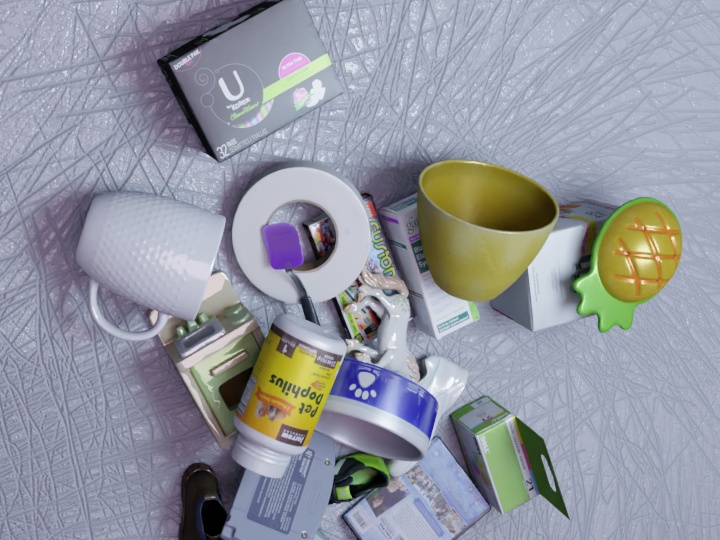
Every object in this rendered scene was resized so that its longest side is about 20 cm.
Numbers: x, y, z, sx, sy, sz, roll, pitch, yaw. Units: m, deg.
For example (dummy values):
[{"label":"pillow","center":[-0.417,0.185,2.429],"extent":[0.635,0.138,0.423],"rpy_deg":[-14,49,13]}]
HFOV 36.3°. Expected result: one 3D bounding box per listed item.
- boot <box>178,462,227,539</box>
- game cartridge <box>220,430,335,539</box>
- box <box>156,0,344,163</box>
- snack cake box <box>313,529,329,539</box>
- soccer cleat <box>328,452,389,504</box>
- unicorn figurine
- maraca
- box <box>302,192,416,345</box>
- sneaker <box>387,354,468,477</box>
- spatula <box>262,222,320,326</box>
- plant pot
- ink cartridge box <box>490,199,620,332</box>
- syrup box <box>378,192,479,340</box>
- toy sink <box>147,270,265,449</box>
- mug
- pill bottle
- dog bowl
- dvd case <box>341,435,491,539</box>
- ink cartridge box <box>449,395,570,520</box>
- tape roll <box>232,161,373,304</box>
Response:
[{"label":"boot","center":[-0.224,0.393,1.599],"extent":[0.073,0.097,0.204],"rpy_deg":[-10,104,-16]},{"label":"game cartridge","center":[-0.110,0.316,1.582],"extent":[0.131,0.041,0.202],"rpy_deg":[20,54,-1]},{"label":"box","center":[-0.148,-0.262,1.477],"extent":[0.198,0.124,0.150],"rpy_deg":[-31,110,-9]},{"label":"snack cake box","center":[-0.123,0.479,1.668],"extent":[0.200,0.067,0.115],"rpy_deg":[-45,113,-5]},{"label":"soccer cleat","center":[-0.051,0.324,1.653],"extent":[0.196,0.081,0.069],"rpy_deg":[-16,106,-15]},{"label":"unicorn figurine","center":[0.036,0.104,1.601],"extent":[0.135,0.073,0.204],"rpy_deg":[10,95,-34]},{"label":"maraca","center":[0.382,-0.008,1.565],"extent":[0.136,0.107,0.202],"rpy_deg":[35,88,-15]},{"label":"box","center":[0.000,0.000,1.629],"extent":[0.109,0.035,0.203],"rpy_deg":[-26,108,-13]},{"label":"sneaker","center":[0.087,0.222,1.696],"extent":[0.079,0.070,0.202],"rpy_deg":[30,87,-7]},{"label":"spatula","center":[-0.085,0.027,1.550],"extent":[0.056,0.021,0.203],"rpy_deg":[-9,115,25]},{"label":"plant pot","center":[0.162,-0.043,1.526],"extent":[0.196,0.201,0.144],"rpy_deg":[1,122,-19]},{"label":"ink cartridge box","center":[0.311,-0.013,1.675],"extent":[0.196,0.145,0.148],"rpy_deg":[-12,105,-17]},{"label":"syrup box","center":[0.103,-0.010,1.638],"extent":[0.078,0.081,0.203],"rpy_deg":[-24,109,-16]},{"label":"toy sink","center":[-0.194,0.123,1.545],"extent":[0.129,0.112,0.203],"rpy_deg":[-29,109,-12]},{"label":"mug","center":[-0.292,-0.004,1.468],"extent":[0.172,0.148,0.203],"rpy_deg":[18,97,-11]},{"label":"pill bottle","center":[-0.101,0.169,1.474],"extent":[0.108,0.109,0.203],"rpy_deg":[21,94,-21]},{"label":"dog bowl","center":[0.011,0.201,1.581],"extent":[0.198,0.199,0.080],"rpy_deg":[28,68,-22]},{"label":"dvd case","center":[0.089,0.379,1.720],"extent":[0.199,0.018,0.143],"rpy_deg":[-38,88,-9]},{"label":"ink cartridge box","center":[0.226,0.298,1.680],"extent":[0.075,0.200,0.150],"rpy_deg":[-24,108,-12]},{"label":"tape roll","center":[-0.082,-0.052,1.555],"extent":[0.198,0.037,0.207],"rpy_deg":[0,109,-1]}]
